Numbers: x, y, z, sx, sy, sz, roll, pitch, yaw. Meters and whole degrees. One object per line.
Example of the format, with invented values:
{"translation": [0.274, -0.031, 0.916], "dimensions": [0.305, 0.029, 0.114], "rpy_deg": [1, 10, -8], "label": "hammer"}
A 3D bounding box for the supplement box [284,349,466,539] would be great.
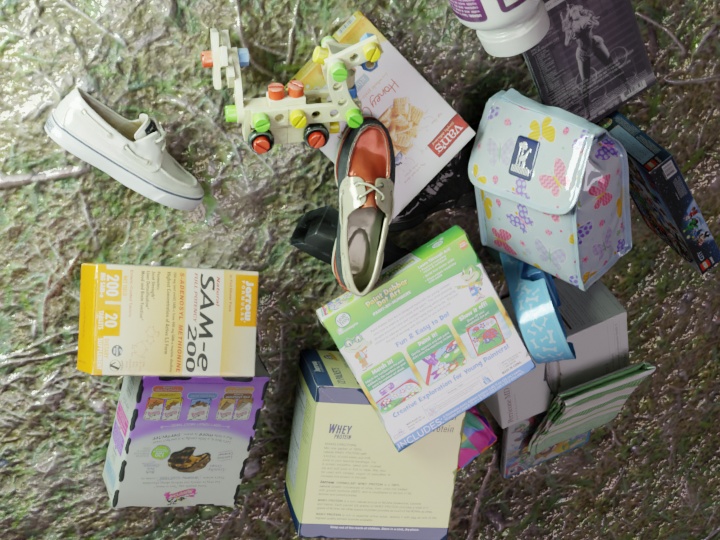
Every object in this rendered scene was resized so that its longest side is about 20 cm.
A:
{"translation": [0.016, 0.221, 1.788], "dimensions": [0.197, 0.134, 0.203], "rpy_deg": [4, 105, -13], "label": "supplement box"}

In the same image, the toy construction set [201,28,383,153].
{"translation": [-0.076, -0.199, 1.518], "dimensions": [0.197, 0.093, 0.132], "rpy_deg": [4, 130, 1], "label": "toy construction set"}

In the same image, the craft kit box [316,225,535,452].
{"translation": [0.079, 0.082, 1.666], "dimensions": [0.199, 0.049, 0.199], "rpy_deg": [-30, 113, -2], "label": "craft kit box"}

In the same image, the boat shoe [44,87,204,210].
{"translation": [-0.243, -0.135, 1.534], "dimensions": [0.199, 0.071, 0.070], "rpy_deg": [31, 108, -29], "label": "boat shoe"}

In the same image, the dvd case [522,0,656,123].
{"translation": [0.273, -0.270, 1.714], "dimensions": [0.148, 0.016, 0.201], "rpy_deg": [-32, 128, -4], "label": "dvd case"}

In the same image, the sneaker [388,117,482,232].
{"translation": [0.095, -0.123, 1.704], "dimensions": [0.198, 0.060, 0.105], "rpy_deg": [-18, 127, -19], "label": "sneaker"}

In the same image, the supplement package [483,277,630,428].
{"translation": [0.247, 0.101, 1.878], "dimensions": [0.198, 0.118, 0.118], "rpy_deg": [-22, 130, -10], "label": "supplement package"}

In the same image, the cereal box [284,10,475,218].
{"translation": [0.017, -0.176, 1.615], "dimensions": [0.144, 0.040, 0.200], "rpy_deg": [-45, 113, 7], "label": "cereal box"}

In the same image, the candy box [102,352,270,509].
{"translation": [-0.220, 0.196, 1.753], "dimensions": [0.166, 0.072, 0.202], "rpy_deg": [3, 118, -27], "label": "candy box"}

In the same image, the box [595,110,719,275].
{"translation": [0.381, -0.100, 1.798], "dimensions": [0.038, 0.137, 0.200], "rpy_deg": [-37, 128, 0], "label": "box"}

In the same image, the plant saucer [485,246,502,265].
{"translation": [0.251, -0.078, 1.823], "dimensions": [0.198, 0.027, 0.202], "rpy_deg": [-12, 126, -18], "label": "plant saucer"}

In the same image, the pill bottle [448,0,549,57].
{"translation": [0.139, -0.339, 1.550], "dimensions": [0.112, 0.113, 0.201], "rpy_deg": [-32, 128, -2], "label": "pill bottle"}

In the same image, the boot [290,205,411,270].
{"translation": [0.000, 0.000, 1.721], "dimensions": [0.198, 0.066, 0.165], "rpy_deg": [22, 149, -21], "label": "boot"}

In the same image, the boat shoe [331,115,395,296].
{"translation": [0.005, -0.072, 1.592], "dimensions": [0.070, 0.063, 0.203], "rpy_deg": [5, 103, -13], "label": "boat shoe"}

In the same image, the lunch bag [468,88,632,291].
{"translation": [0.219, -0.102, 1.654], "dimensions": [0.127, 0.169, 0.202], "rpy_deg": [-35, 135, -30], "label": "lunch bag"}

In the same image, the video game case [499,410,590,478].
{"translation": [0.265, 0.217, 1.981], "dimensions": [0.142, 0.018, 0.201], "rpy_deg": [-21, 148, -11], "label": "video game case"}

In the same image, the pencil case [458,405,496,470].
{"translation": [0.091, 0.258, 1.930], "dimensions": [0.199, 0.089, 0.089], "rpy_deg": [-39, 129, 0], "label": "pencil case"}

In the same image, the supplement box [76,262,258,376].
{"translation": [-0.222, 0.058, 1.630], "dimensions": [0.198, 0.073, 0.128], "rpy_deg": [2, 90, -26], "label": "supplement box"}

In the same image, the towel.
{"translation": [0.310, 0.187, 1.903], "dimensions": [0.151, 0.024, 0.201], "rpy_deg": [-20, 157, -16], "label": "towel"}

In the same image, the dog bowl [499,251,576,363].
{"translation": [0.217, 0.036, 1.746], "dimensions": [0.049, 0.201, 0.112], "rpy_deg": [-21, 126, 11], "label": "dog bowl"}
